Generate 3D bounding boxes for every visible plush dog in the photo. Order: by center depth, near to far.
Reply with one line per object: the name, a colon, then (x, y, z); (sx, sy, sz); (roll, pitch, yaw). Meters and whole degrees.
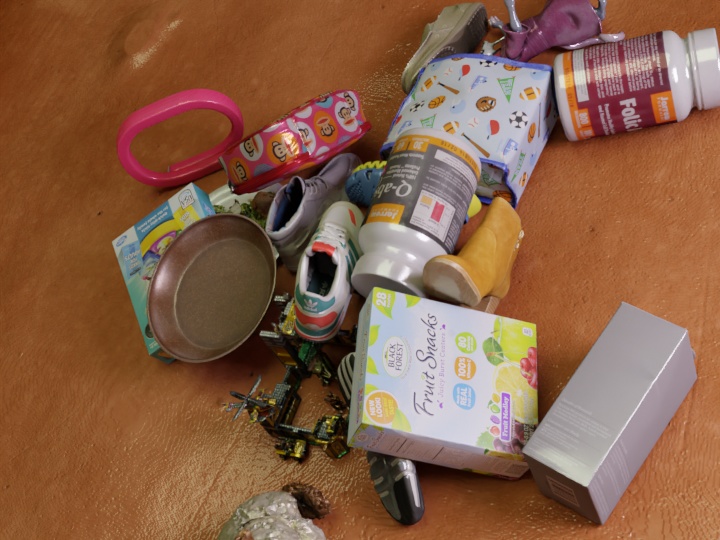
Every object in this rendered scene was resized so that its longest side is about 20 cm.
plush dog: (-0.105, 0.309, 1.113); (0.199, 0.161, 0.172); (-34, 22, -4)

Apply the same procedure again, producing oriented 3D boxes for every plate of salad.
plate of salad: (-0.187, -0.060, 1.474); (0.197, 0.048, 0.202); (-13, 52, 17)

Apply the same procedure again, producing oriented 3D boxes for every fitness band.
fitness band: (-0.271, -0.200, 1.555); (0.198, 0.144, 0.038); (-22, 48, 9)

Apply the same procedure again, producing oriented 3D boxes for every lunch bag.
lunch bag: (0.143, -0.191, 1.364); (0.198, 0.124, 0.171); (16, 65, 26)
lunch bag: (-0.099, -0.175, 1.427); (0.175, 0.083, 0.199); (-19, 10, 45)

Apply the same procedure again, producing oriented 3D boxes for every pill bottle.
pill bottle: (0.065, -0.060, 1.232); (0.115, 0.117, 0.202); (8, 64, 30)
pill bottle: (0.352, -0.237, 1.300); (0.197, 0.115, 0.115); (-9, 52, 20)

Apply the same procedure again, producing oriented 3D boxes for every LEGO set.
LEGO set: (-0.063, 0.117, 1.235); (0.152, 0.116, 0.201); (13, 63, 32)

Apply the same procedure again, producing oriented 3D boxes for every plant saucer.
plant saucer: (-0.186, 0.026, 1.326); (0.198, 0.037, 0.203); (-10, 65, 23)

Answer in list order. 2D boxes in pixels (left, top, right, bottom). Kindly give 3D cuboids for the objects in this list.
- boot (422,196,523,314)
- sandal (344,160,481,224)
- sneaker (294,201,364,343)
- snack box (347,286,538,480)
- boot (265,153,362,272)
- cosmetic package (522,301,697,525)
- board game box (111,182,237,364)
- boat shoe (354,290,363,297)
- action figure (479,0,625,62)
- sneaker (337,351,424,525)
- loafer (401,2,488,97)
boot: (0.135, -0.024, 1.188); (0.070, 0.201, 0.146); (15, 73, 24)
sandal: (0.056, -0.086, 1.359); (0.198, 0.080, 0.088); (16, 68, 35)
sneaker: (-0.032, -0.018, 1.225); (0.069, 0.094, 0.202); (13, 55, 7)
snack box: (0.092, 0.123, 1.123); (0.197, 0.068, 0.170); (12, 55, -10)
boot: (-0.061, -0.102, 1.412); (0.073, 0.096, 0.202); (9, 60, 30)
cosmetic package: (0.262, 0.147, 1.065); (0.090, 0.107, 0.201); (23, 66, 36)
board game box: (-0.250, 0.002, 1.420); (0.150, 0.047, 0.201); (-34, 58, 12)
boat shoe: (-0.001, -0.001, 1.326); (0.066, 0.074, 0.200); (-42, 59, 9)
action figure: (0.251, -0.329, 1.453); (0.199, 0.134, 0.150); (-35, 90, 14)
sneaker: (0.059, 0.177, 1.166); (0.114, 0.075, 0.202); (-10, 72, -33)
loafer: (0.115, -0.320, 1.508); (0.068, 0.076, 0.200); (18, 56, 36)
